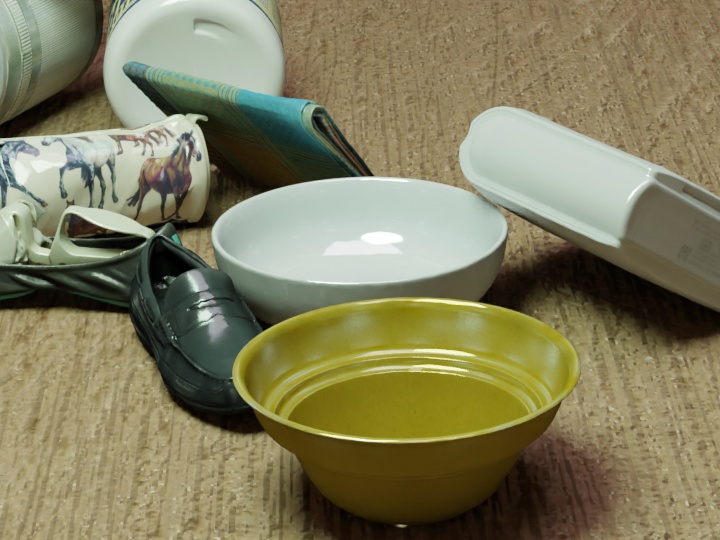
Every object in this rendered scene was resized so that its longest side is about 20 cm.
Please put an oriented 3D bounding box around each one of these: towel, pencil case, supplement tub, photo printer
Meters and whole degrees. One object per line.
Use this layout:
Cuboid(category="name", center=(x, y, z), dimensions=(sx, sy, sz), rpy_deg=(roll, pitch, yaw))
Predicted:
Cuboid(category="towel", center=(-0.071, -0.098, 1.915), dimensions=(0.200, 0.147, 0.022), rpy_deg=(18, 70, 41))
Cuboid(category="pencil case", center=(-0.209, -0.068, 1.891), dimensions=(0.199, 0.090, 0.078), rpy_deg=(-7, 23, -15))
Cuboid(category="supplement tub", center=(-0.135, -0.186, 2.101), dimensions=(0.145, 0.145, 0.200), rpy_deg=(-3, 22, -3))
Cuboid(category="photo printer", center=(0.170, -0.043, 1.741), dimensions=(0.166, 0.070, 0.200), rpy_deg=(25, 2, -40))

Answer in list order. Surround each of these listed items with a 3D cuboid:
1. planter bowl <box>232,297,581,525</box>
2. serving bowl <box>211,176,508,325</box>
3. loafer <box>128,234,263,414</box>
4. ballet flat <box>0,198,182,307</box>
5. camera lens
Cuboid(category="planter bowl", center=(0.027, 0.091, 1.486), dimensions=(0.200, 0.084, 0.200), rpy_deg=(-1, 22, 0))
Cuboid(category="serving bowl", center=(0.000, 0.000, 1.736), dimensions=(0.200, 0.066, 0.200), rpy_deg=(-1, 22, 0))
Cuboid(category="loafer", center=(-0.104, 0.034, 1.652), dimensions=(0.068, 0.071, 0.201), rpy_deg=(-11, 24, -20))
Cuboid(category="ballet flat", center=(-0.214, -0.014, 1.784), dimensions=(0.199, 0.069, 0.068), rpy_deg=(1, 23, 8))
Cuboid(category="camera lens", center=(-0.319, -0.200, 2.129), dimensions=(0.160, 0.160, 0.200), rpy_deg=(8, 24, 24))
